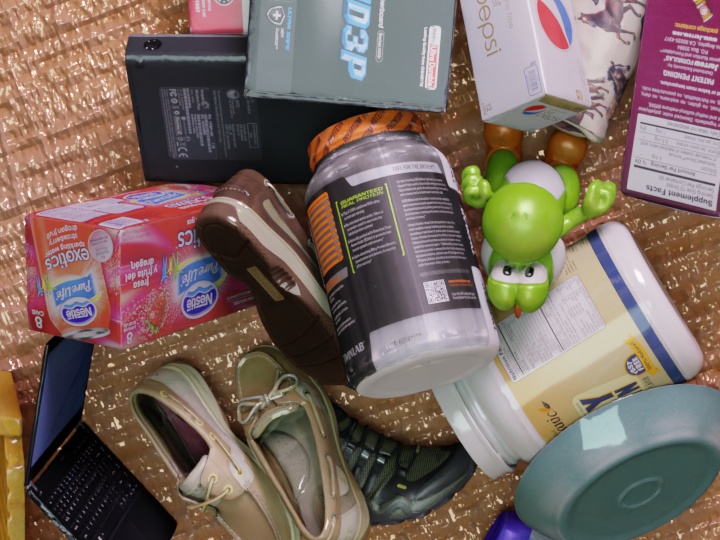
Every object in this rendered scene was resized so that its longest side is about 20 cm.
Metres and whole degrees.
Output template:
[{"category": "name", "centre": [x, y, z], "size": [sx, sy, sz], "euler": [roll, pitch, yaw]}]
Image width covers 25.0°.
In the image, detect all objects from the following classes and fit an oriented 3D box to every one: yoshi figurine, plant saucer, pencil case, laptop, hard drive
[{"category": "yoshi figurine", "centre": [0.133, -0.056, 1.264], "size": [0.112, 0.201, 0.112], "euler": [-28, 119, 28]}, {"category": "plant saucer", "centre": [0.224, 0.171, 1.333], "size": [0.198, 0.036, 0.201], "euler": [-15, 142, -12]}, {"category": "pencil case", "centre": [0.192, -0.209, 1.294], "size": [0.089, 0.077, 0.202], "euler": [30, 104, 34]}, {"category": "laptop", "centre": [-0.205, 0.144, 1.353], "size": [0.103, 0.177, 0.200], "euler": [-41, 96, 12]}, {"category": "hard drive", "centre": [-0.084, -0.129, 1.322], "size": [0.197, 0.033, 0.141], "euler": [1, 136, 3]}]

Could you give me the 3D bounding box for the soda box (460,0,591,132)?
[{"category": "soda box", "centre": [0.120, -0.214, 1.258], "size": [0.063, 0.068, 0.203], "euler": [-19, 74, 38]}]

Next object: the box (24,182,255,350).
[{"category": "box", "centre": [-0.165, -0.009, 1.296], "size": [0.099, 0.199, 0.097], "euler": [9, 105, 30]}]

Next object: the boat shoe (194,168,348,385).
[{"category": "boat shoe", "centre": [-0.049, 0.003, 1.299], "size": [0.074, 0.075, 0.203], "euler": [-5, 132, 36]}]

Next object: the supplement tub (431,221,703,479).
[{"category": "supplement tub", "centre": [0.163, 0.068, 1.325], "size": [0.199, 0.144, 0.145], "euler": [-32, 98, 11]}]

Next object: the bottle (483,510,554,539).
[{"category": "bottle", "centre": [0.193, 0.288, 1.411], "size": [0.199, 0.065, 0.084], "euler": [30, 102, -3]}]

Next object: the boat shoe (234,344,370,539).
[{"category": "boat shoe", "centre": [-0.057, 0.144, 1.348], "size": [0.073, 0.063, 0.202], "euler": [-31, 62, 14]}]

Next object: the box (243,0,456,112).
[{"category": "box", "centre": [-0.003, -0.226, 1.229], "size": [0.157, 0.046, 0.203], "euler": [6, 97, 3]}]

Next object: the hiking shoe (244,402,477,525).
[{"category": "hiking shoe", "centre": [0.000, 0.164, 1.394], "size": [0.197, 0.076, 0.102], "euler": [-13, 105, 8]}]

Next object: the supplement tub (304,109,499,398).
[{"category": "supplement tub", "centre": [0.027, -0.013, 1.256], "size": [0.121, 0.123, 0.202], "euler": [-16, 73, 8]}]

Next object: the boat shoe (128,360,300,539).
[{"category": "boat shoe", "centre": [-0.130, 0.172, 1.383], "size": [0.201, 0.066, 0.074], "euler": [51, 125, 12]}]

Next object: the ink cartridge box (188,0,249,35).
[{"category": "ink cartridge box", "centre": [-0.038, -0.265, 1.298], "size": [0.197, 0.086, 0.150], "euler": [0, 102, 3]}]

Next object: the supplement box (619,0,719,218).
[{"category": "supplement box", "centre": [0.290, -0.150, 1.260], "size": [0.103, 0.130, 0.203], "euler": [19, 109, 43]}]

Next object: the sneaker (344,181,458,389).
[{"category": "sneaker", "centre": [0.000, 0.000, 1.359], "size": [0.111, 0.073, 0.202], "euler": [22, 104, -2]}]

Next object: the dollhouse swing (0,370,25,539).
[{"category": "dollhouse swing", "centre": [-0.381, 0.200, 1.392], "size": [0.173, 0.182, 0.203], "euler": [-1, 104, -16]}]
